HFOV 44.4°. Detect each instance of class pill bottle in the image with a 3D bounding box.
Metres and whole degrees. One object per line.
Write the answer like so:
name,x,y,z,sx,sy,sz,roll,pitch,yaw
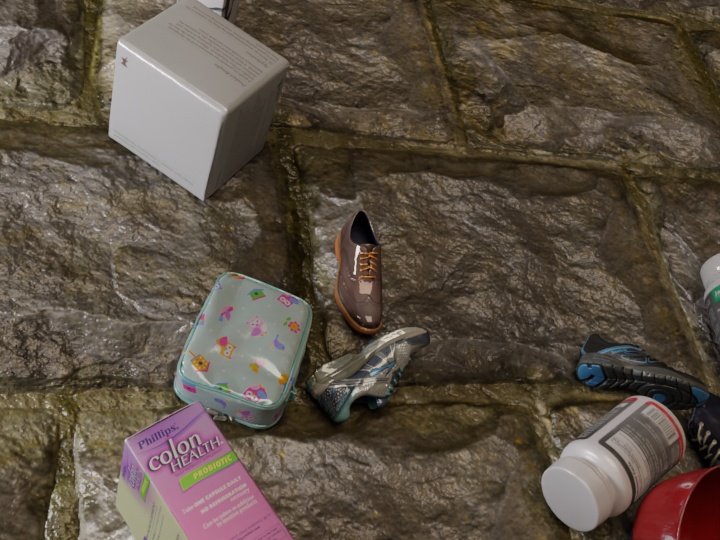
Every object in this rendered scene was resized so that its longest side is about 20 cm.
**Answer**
pill bottle,0.349,0.267,1.223,0.199,0.114,0.114,-26,66,-33
pill bottle,0.643,0.072,1.477,0.112,0.113,0.201,7,52,-15

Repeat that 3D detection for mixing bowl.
mixing bowl,0.432,0.352,1.167,0.199,0.108,0.202,3,86,-37

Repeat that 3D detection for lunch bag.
lunch bag,-0.152,0.111,1.185,0.159,0.077,0.201,22,50,-5

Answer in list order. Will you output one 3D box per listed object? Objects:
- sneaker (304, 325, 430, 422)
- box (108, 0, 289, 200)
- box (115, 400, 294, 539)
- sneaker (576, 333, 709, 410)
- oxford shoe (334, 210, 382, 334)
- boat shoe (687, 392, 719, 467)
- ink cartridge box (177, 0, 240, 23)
sneaker,0.022,0.147,1.235,0.199,0.078,0.087,-25,77,-25
box,-0.251,-0.262,1.351,0.198,0.201,0.171,34,49,7
box,-0.177,0.282,0.981,0.096,0.176,0.200,-27,66,-33
sneaker,0.435,0.150,1.354,0.198,0.074,0.082,18,45,8
oxford shoe,0.000,0.000,1.325,0.071,0.073,0.201,1,54,-19
boat shoe,0.533,0.270,1.325,0.092,0.075,0.200,20,46,12
ink cartridge box,-0.255,-0.483,1.515,0.084,0.201,0.146,19,50,-5
